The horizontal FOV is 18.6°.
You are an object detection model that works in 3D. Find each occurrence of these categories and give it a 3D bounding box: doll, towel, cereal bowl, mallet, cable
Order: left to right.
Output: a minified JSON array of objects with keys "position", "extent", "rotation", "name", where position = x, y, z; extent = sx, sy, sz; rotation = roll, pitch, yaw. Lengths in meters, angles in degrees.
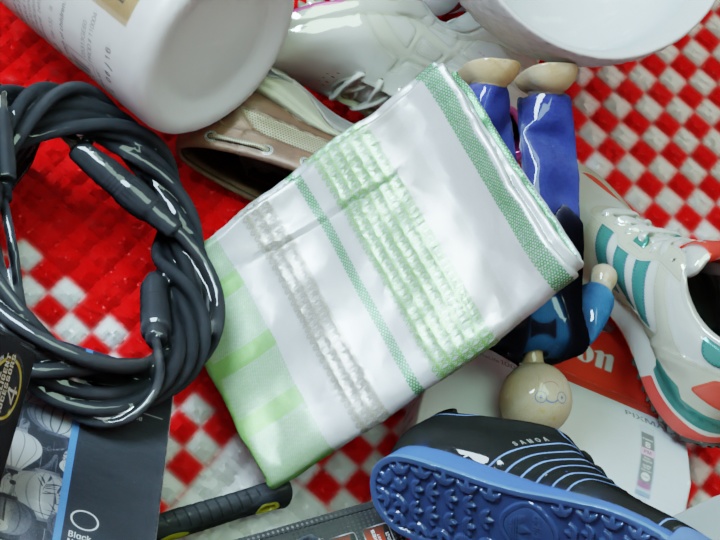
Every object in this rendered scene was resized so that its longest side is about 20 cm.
[{"position":[-0.139,-0.006,1.112],"extent":[0.162,0.051,0.201],"rotation":[12,49,-46],"name":"cable"},{"position":[-0.115,0.128,1.091],"extent":[0.199,0.066,0.041],"rotation":[-18,61,-30],"name":"mallet"},{"position":[0.000,0.000,1.146],"extent":[0.199,0.031,0.150],"rotation":[-36,61,8],"name":"towel"},{"position":[0.085,-0.011,1.189],"extent":[0.135,0.048,0.202],"rotation":[1,80,-31],"name":"doll"},{"position":[0.114,-0.210,1.243],"extent":[0.198,0.083,0.202],"rotation":[3,83,-26],"name":"cereal bowl"}]

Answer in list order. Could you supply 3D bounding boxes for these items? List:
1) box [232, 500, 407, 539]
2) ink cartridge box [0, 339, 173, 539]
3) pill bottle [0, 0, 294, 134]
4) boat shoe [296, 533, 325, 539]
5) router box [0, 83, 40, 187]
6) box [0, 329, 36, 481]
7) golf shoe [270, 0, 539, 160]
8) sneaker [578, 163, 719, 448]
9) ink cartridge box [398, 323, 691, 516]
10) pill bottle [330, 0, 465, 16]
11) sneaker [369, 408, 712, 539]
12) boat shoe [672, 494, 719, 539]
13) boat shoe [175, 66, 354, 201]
[{"position":[-0.023,0.228,1.086],"extent":[0.159,0.044,0.201],"rotation":[-11,67,-28],"name":"box"},{"position":[-0.144,0.085,1.071],"extent":[0.099,0.039,0.201],"rotation":[17,31,-12],"name":"ink cartridge box"},{"position":[-0.140,-0.173,1.197],"extent":[0.114,0.115,0.200],"rotation":[-31,57,-33],"name":"pill bottle"},{"position":[-0.082,0.187,1.018],"extent":[0.062,0.075,0.200],"rotation":[48,65,-5],"name":"boat shoe"},{"position":[-0.277,-0.043,1.128],"extent":[0.157,0.052,0.201],"rotation":[33,55,-2],"name":"router box"},{"position":[-0.257,0.090,0.980],"extent":[0.198,0.049,0.163],"rotation":[10,79,22],"name":"box"},{"position":[0.029,-0.108,1.271],"extent":[0.198,0.075,0.092],"rotation":[1,72,-32],"name":"golf shoe"},{"position":[0.174,-0.002,1.250],"extent":[0.070,0.094,0.201],"rotation":[-7,54,-36],"name":"sneaker"},{"position":[0.109,0.074,1.226],"extent":[0.161,0.057,0.201],"rotation":[22,61,-9],"name":"ink cartridge box"},{"position":[0.070,-0.215,1.331],"extent":[0.198,0.112,0.113],"rotation":[-13,68,-28],"name":"pill bottle"},{"position":[0.106,0.118,1.095],"extent":[0.199,0.071,0.078],"rotation":[21,34,22],"name":"sneaker"},{"position":[0.136,0.179,1.132],"extent":[0.071,0.198,0.064],"rotation":[-90,156,-66],"name":"boat shoe"},{"position":[-0.015,-0.042,1.230],"extent":[0.199,0.076,0.072],"rotation":[28,61,3],"name":"boat shoe"}]
